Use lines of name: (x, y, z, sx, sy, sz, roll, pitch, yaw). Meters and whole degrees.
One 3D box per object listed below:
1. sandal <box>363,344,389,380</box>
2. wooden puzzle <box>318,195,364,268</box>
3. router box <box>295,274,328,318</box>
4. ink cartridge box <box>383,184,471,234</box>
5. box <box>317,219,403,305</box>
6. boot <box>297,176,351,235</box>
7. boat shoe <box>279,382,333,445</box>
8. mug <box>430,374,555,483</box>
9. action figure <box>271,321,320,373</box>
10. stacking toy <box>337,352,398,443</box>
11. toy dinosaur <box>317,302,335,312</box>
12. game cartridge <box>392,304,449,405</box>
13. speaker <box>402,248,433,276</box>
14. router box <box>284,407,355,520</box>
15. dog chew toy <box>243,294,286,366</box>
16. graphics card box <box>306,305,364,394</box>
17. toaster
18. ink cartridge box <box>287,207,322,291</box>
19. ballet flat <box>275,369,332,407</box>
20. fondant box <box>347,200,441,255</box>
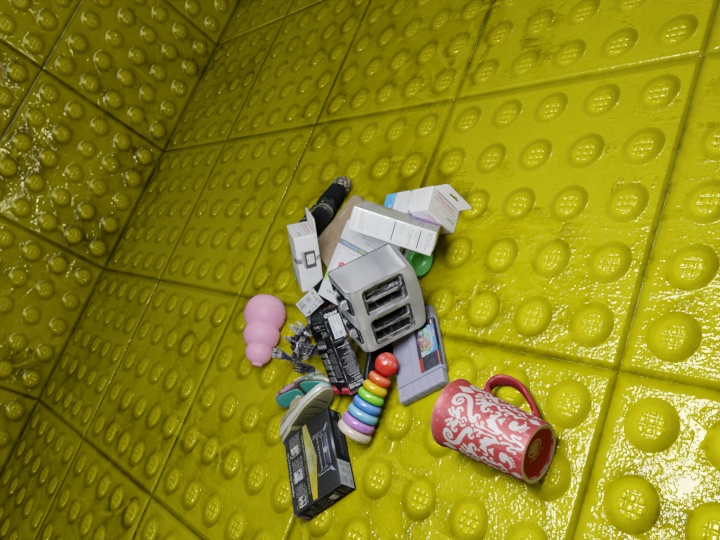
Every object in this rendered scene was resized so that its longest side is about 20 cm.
sandal: (0.035, 0.179, 1.503, 0.045, 0.074, 0.204, -14, 57, 51)
wooden puzzle: (-0.034, -0.100, 1.797, 0.200, 0.046, 0.186, -46, 39, 7)
router box: (-0.065, 0.032, 1.659, 0.200, 0.149, 0.051, -44, 84, 17)
ink cartridge box: (0.161, -0.143, 1.551, 0.198, 0.115, 0.068, -4, 59, 46)
box: (0.000, 0.000, 1.529, 0.154, 0.041, 0.203, 28, 103, 20)
boot: (-0.108, -0.191, 1.923, 0.155, 0.073, 0.203, -58, 13, -31)
boat shoe: (-0.143, 0.344, 1.564, 0.201, 0.074, 0.069, -51, 44, 19)
mug: (0.252, 0.275, 1.153, 0.198, 0.133, 0.180, 17, 78, 48)
action figure: (-0.168, 0.197, 1.662, 0.120, 0.101, 0.200, -61, 22, -1)
stacking toy: (0.028, 0.280, 1.413, 0.085, 0.085, 0.203, 29, 92, 52)
toy dinosaur: (-0.059, 0.124, 1.641, 0.200, 0.102, 0.136, -43, 5, 44)
game cartridge: (0.131, 0.188, 1.423, 0.129, 0.038, 0.203, -36, 42, 31)
speaker: (0.094, -0.051, 1.586, 0.089, 0.088, 0.199, -58, 38, -2)
router box: (-0.099, 0.450, 1.472, 0.157, 0.052, 0.202, -39, 41, 22)
dog chew toy: (-0.283, 0.175, 1.818, 0.123, 0.124, 0.204, -12, 64, 42)
graphics card box: (-0.060, 0.190, 1.493, 0.203, 0.050, 0.125, 68, 158, 2)
toaster: (0.045, 0.058, 1.402, 0.197, 0.183, 0.119, -25, 36, -11)
ink cartridge box: (-0.157, -0.059, 1.760, 0.065, 0.204, 0.116, -12, 25, -12)
ballet flat: (-0.140, 0.295, 1.624, 0.198, 0.069, 0.072, -27, 27, 33)
fondant box: (0.083, -0.101, 1.455, 0.144, 0.196, 0.059, -45, -27, -74)
